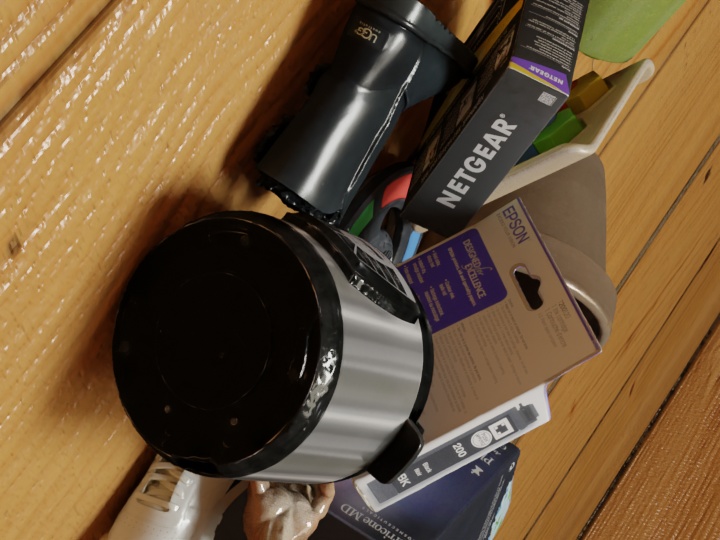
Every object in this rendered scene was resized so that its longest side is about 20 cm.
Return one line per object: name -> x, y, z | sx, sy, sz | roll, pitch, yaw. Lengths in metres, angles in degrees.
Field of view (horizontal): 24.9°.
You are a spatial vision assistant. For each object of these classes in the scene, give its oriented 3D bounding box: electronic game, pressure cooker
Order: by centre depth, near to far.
pressure cooker -> -0.049, 0.056, 1.100 | 0.200, 0.178, 0.177 | 19, 68, -60
electronic game -> 0.000, 0.000, 1.374 | 0.200, 0.042, 0.200 | -50, 158, -29

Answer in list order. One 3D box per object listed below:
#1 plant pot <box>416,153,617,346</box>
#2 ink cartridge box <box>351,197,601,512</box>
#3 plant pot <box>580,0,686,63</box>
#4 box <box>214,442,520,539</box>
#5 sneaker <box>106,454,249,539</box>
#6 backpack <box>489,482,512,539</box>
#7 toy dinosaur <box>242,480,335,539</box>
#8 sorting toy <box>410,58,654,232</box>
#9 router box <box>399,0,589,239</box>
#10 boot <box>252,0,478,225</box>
plant pot -> 0.161, -0.034, 1.556 | 0.200, 0.199, 0.175 | 79, 27, -62
ink cartridge box -> 0.067, 0.057, 1.212 | 0.199, 0.198, 0.043 | -29, 128, 7
plant pot -> 0.228, -0.286, 1.378 | 0.200, 0.200, 0.190 | -30, 157, -56
box -> -0.002, 0.189, 1.390 | 0.198, 0.200, 0.124 | -38, 151, -49
sneaker -> -0.133, 0.154, 1.227 | 0.200, 0.076, 0.081 | -53, 152, -40
backpack -> 0.070, 0.253, 1.750 | 0.200, 0.147, 0.183 | -47, 155, -28
toy dinosaur -> -0.064, 0.188, 1.220 | 0.200, 0.086, 0.136 | -51, 158, -70
sorting toy -> 0.146, -0.114, 1.400 | 0.185, 0.037, 0.200 | -25, -167, 37
router box -> 0.106, -0.141, 1.260 | 0.200, 0.052, 0.158 | -54, -164, 52
boot -> 0.001, -0.112, 1.171 | 0.169, 0.076, 0.200 | -58, 166, 5
